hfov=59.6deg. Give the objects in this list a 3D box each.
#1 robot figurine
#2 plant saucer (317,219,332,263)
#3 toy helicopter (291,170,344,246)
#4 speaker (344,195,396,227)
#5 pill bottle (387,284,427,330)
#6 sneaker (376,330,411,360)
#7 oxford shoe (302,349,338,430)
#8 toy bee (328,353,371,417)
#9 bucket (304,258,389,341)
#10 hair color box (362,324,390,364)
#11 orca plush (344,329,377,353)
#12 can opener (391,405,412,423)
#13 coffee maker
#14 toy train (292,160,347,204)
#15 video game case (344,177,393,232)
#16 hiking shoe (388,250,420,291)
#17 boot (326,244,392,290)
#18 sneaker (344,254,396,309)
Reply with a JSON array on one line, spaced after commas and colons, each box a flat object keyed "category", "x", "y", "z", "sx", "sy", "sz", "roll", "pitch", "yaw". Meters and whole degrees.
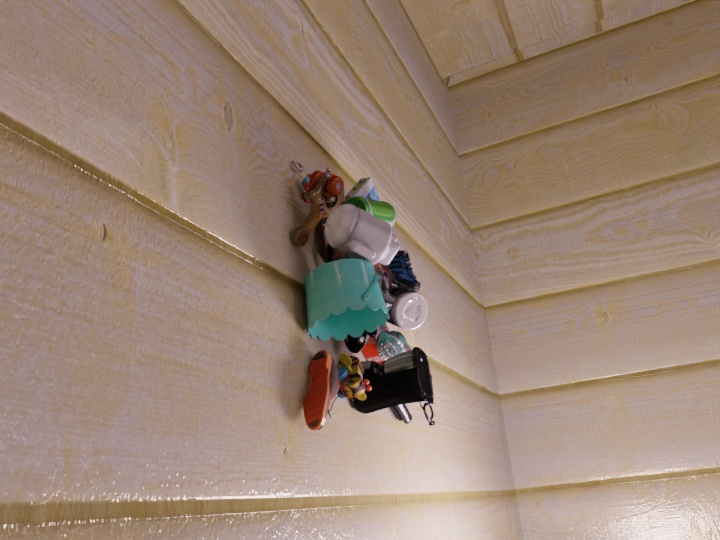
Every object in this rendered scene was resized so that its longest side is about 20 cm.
[{"category": "robot figurine", "x": -0.003, "y": -0.087, "z": 1.515, "sx": 0.198, "sy": 0.114, "sz": 0.170, "roll": 26, "pitch": 22, "yaw": -19}, {"category": "plant saucer", "x": -0.070, "y": -0.077, "z": 1.730, "sx": 0.200, "sy": 0.032, "sz": 0.202, "roll": 48, "pitch": 34, "yaw": -50}, {"category": "toy helicopter", "x": -0.103, "y": -0.139, "z": 1.559, "sx": 0.201, "sy": 0.078, "sz": 0.133, "roll": -56, "pitch": 143, "yaw": -18}, {"category": "speaker", "x": 0.027, "y": -0.151, "z": 1.692, "sx": 0.199, "sy": 0.087, "sz": 0.090, "roll": 0, "pitch": 77, "yaw": -64}, {"category": "pill bottle", "x": 0.106, "y": 0.103, "z": 1.846, "sx": 0.200, "sy": 0.110, "sz": 0.112, "roll": 16, "pitch": -52, "yaw": 67}, {"category": "sneaker", "x": 0.090, "y": 0.205, "z": 1.761, "sx": 0.200, "sy": 0.077, "sz": 0.092, "roll": 50, "pitch": 18, "yaw": -54}, {"category": "oxford shoe", "x": -0.078, "y": 0.276, "z": 1.415, "sx": 0.073, "sy": 0.071, "sz": 0.202, "roll": 46, "pitch": 34, "yaw": -33}, {"category": "toy bee", "x": -0.018, "y": 0.278, "z": 1.534, "sx": 0.202, "sy": 0.107, "sz": 0.132, "roll": -83, "pitch": 152, "yaw": -43}, {"category": "bucket", "x": -0.038, "y": 0.071, "z": 1.496, "sx": 0.207, "sy": 0.205, "sz": 0.137, "roll": 34, "pitch": 40, "yaw": -60}, {"category": "hair color box", "x": 0.036, "y": 0.182, "z": 1.794, "sx": 0.202, "sy": 0.063, "sz": 0.111, "roll": 63, "pitch": 24, "yaw": -27}, {"category": "orca plush", "x": 0.002, "y": 0.120, "z": 1.644, "sx": 0.201, "sy": 0.104, "sz": 0.072, "roll": -57, "pitch": 159, "yaw": -45}, {"category": "can opener", "x": 0.091, "y": 0.386, "z": 1.842, "sx": 0.067, "sy": 0.052, "sz": 0.201, "roll": -50, "pitch": 130, "yaw": -22}, {"category": "coffee maker", "x": 0.078, "y": 0.309, "z": 1.630, "sx": 0.135, "sy": 0.198, "sz": 0.194, "roll": 54, "pitch": 27, "yaw": -39}, {"category": "toy train", "x": -0.110, "y": -0.221, "z": 1.684, "sx": 0.199, "sy": 0.056, "sz": 0.151, "roll": 9, "pitch": 43, "yaw": -52}, {"category": "video game case", "x": 0.012, "y": -0.134, "z": 1.800, "sx": 0.182, "sy": 0.045, "sz": 0.202, "roll": -53, "pitch": 128, "yaw": -41}, {"category": "hiking shoe", "x": 0.112, "y": -0.013, "z": 1.791, "sx": 0.074, "sy": 0.088, "sz": 0.200, "roll": 11, "pitch": 22, "yaw": -37}, {"category": "boot", "x": 0.000, "y": 0.000, "z": 1.688, "sx": 0.199, "sy": 0.068, "sz": 0.191, "roll": -22, "pitch": 109, "yaw": -49}, {"category": "sneaker", "x": 0.025, "y": 0.019, "z": 1.633, "sx": 0.083, "sy": 0.071, "sz": 0.200, "roll": -44, "pitch": 114, "yaw": -19}]
